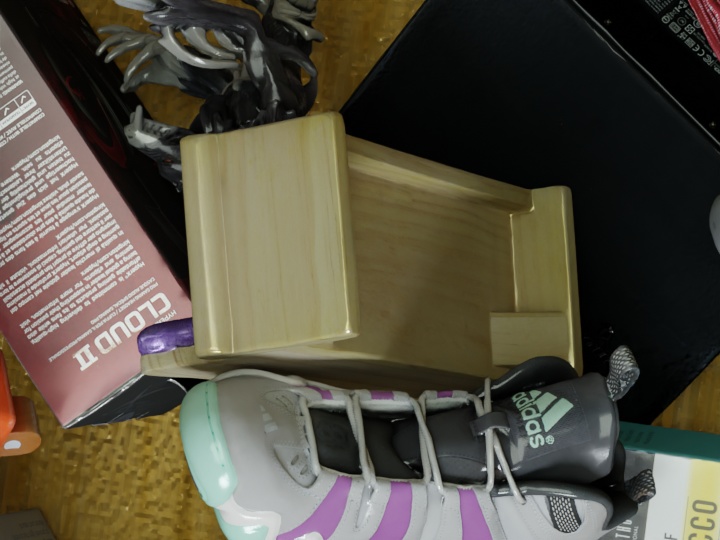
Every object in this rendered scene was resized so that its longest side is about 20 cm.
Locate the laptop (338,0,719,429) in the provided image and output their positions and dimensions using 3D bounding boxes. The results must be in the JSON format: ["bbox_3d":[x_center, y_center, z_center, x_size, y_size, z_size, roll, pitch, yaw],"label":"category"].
[{"bbox_3d":[0.126,-0.074,1.159,0.200,0.116,0.187,-42,82,-19],"label":"laptop"}]

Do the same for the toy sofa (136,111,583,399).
[{"bbox_3d":[0.000,0.000,1.070,0.097,0.200,0.083,-9,79,30],"label":"toy sofa"}]

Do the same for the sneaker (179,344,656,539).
[{"bbox_3d":[0.037,0.060,1.024,0.140,0.200,0.078,-28,60,25],"label":"sneaker"}]

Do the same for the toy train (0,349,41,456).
[{"bbox_3d":[-0.175,0.036,1.148,0.150,0.056,0.200,-60,35,34],"label":"toy train"}]

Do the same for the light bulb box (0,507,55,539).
[{"bbox_3d":[-0.184,0.233,1.161,0.198,0.125,0.200,-31,83,9],"label":"light bulb box"}]

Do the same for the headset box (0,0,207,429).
[{"bbox_3d":[-0.114,-0.022,1.138,0.075,0.149,0.200,-35,83,9],"label":"headset box"}]

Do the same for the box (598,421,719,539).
[{"bbox_3d":[0.134,0.109,1.134,0.200,0.049,0.082,7,99,11],"label":"box"}]

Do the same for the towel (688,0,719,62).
[{"bbox_3d":[0.211,-0.070,1.059,0.144,0.023,0.200,-8,58,-23],"label":"towel"}]

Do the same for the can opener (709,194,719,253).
[{"bbox_3d":[0.229,-0.031,1.085,0.200,0.053,0.067,-3,49,-19],"label":"can opener"}]

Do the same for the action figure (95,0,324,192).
[{"bbox_3d":[-0.059,-0.097,1.124,0.102,0.119,0.200,15,65,-5],"label":"action figure"}]
